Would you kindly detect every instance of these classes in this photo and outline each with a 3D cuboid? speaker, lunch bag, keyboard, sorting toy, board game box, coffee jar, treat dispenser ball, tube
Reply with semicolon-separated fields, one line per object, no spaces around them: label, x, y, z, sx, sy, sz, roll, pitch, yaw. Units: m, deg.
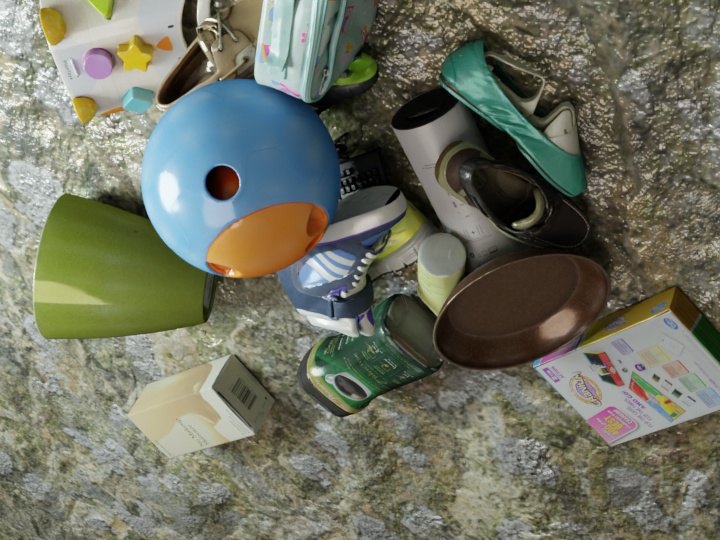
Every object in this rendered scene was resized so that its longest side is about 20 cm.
speaker;0.108;-0.091;1.190;0.081;0.081;0.200;-9;125;34
lunch bag;-0.034;-0.260;1.050;0.077;0.160;0.200;21;135;10
keyboard;-0.056;-0.087;1.278;0.200;0.040;0.104;-17;87;36
sorting toy;-0.235;-0.253;1.229;0.180;0.107;0.200;-8;128;9
board game box;0.323;0.116;1.299;0.153;0.040;0.200;45;135;-16
coffee jar;0.011;0.112;1.426;0.104;0.085;0.200;41;135;-17
treat dispenser ball;-0.119;-0.092;1.141;0.201;0.201;0.201;15;135;15
tube;0.090;0.019;1.266;0.052;0.058;0.200;0;161;3

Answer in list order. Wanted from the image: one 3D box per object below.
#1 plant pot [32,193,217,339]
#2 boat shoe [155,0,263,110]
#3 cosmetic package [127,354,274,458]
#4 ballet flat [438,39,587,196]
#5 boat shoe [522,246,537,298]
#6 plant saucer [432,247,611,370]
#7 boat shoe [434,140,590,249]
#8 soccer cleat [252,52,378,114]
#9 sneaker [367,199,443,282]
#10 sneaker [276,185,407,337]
plant pot;-0.288;0.007;1.441;0.200;0.187;0.187;7;134;1
boat shoe;-0.135;-0.229;1.163;0.200;0.064;0.071;-46;61;28
cosmetic package;-0.234;0.201;1.648;0.200;0.071;0.105;-23;117;40
ballet flat;0.169;-0.153;1.116;0.200;0.067;0.070;39;122;-13
boat shoe;0.151;0.042;1.308;0.067;0.057;0.200;26;137;3
plant saucer;0.170;0.036;1.222;0.200;0.037;0.201;-11;143;-8
boat shoe;0.162;-0.063;1.141;0.200;0.065;0.073;22;105;-30
soccer cleat;-0.057;-0.191;1.203;0.200;0.068;0.081;1;140;35
sneaker;0.001;-0.033;1.315;0.200;0.078;0.090;-29;104;36
sneaker;0.000;0.000;1.239;0.200;0.081;0.147;-20;111;37
